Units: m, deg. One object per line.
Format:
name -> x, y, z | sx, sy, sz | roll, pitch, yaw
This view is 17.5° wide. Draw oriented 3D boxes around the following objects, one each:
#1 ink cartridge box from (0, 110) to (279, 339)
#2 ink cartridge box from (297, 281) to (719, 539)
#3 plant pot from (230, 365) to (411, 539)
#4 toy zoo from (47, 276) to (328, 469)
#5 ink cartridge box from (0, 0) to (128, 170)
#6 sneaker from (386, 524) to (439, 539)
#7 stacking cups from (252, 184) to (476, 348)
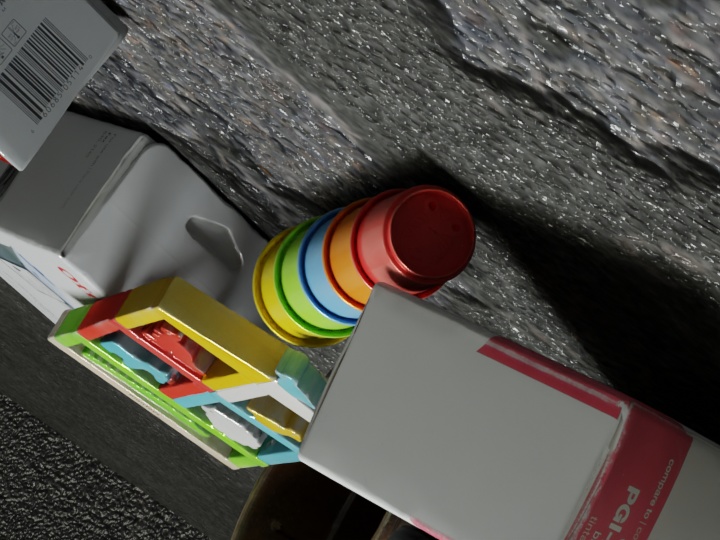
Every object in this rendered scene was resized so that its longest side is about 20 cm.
ink cartridge box -> -0.143, -0.018, 1.303 | 0.146, 0.086, 0.200 | 44, 166, -33
ink cartridge box -> 0.094, 0.092, 0.954 | 0.145, 0.085, 0.200 | 25, 180, 43
plant pot -> 0.058, 0.161, 1.201 | 0.198, 0.201, 0.200 | 32, 170, -17
toy zoo -> -0.071, 0.054, 1.178 | 0.131, 0.021, 0.200 | 36, 159, -17
ink cartridge box -> -0.230, -0.146, 1.052 | 0.176, 0.084, 0.200 | 45, 166, -35
sneaker -> 0.048, 0.159, 0.977 | 0.075, 0.080, 0.200 | 27, 178, 24
stacking cups -> 0.000, 0.000, 1.018 | 0.060, 0.061, 0.200 | 37, 168, -8
